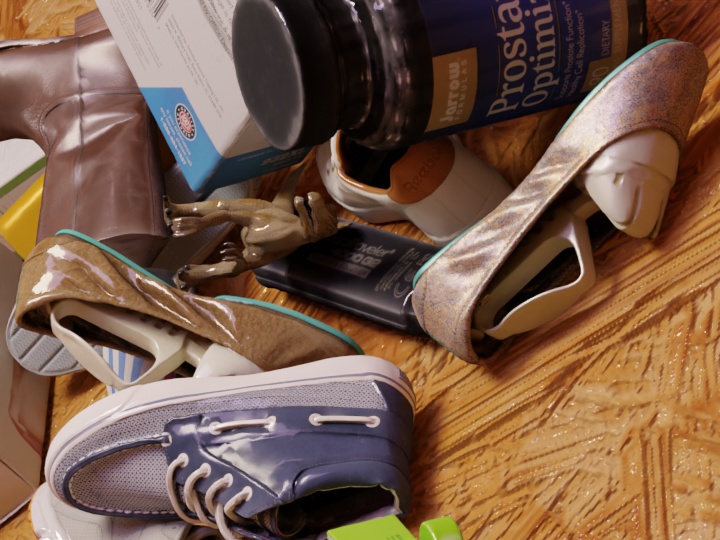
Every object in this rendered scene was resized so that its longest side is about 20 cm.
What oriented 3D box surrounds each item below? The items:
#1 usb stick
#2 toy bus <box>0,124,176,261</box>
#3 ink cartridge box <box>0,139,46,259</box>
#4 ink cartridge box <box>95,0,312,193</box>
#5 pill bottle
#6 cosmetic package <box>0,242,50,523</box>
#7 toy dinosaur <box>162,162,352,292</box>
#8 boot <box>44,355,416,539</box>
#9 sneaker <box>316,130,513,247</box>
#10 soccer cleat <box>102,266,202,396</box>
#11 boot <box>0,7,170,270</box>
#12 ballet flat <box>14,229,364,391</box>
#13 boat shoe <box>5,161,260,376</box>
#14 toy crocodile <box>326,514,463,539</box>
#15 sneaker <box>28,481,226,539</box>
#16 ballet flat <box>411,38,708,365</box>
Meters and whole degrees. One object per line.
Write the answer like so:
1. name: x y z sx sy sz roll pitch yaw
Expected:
1. usb stick: 0.000 0.000 1.651 0.055 0.033 0.200 -46 25 -14
2. toy bus: -0.134 -0.079 1.886 0.200 0.065 0.078 -44 -1 11
3. ink cartridge box: -0.179 -0.100 2.015 0.200 0.059 0.104 -34 31 27
4. ink cartridge box: -0.058 -0.160 1.708 0.084 0.145 0.200 -16 -19 -33
5. pill bottle: 0.040 -0.125 1.561 0.199 0.112 0.112 -16 16 -24
6. cosmetic package: -0.256 0.076 1.875 0.103 0.087 0.200 -35 29 24
7. toy dinosaur: -0.055 -0.020 1.661 0.101 0.058 0.200 -9 7 -6
8. boot: -0.069 0.103 1.521 0.199 0.073 0.090 -15 36 12
9. sneaker: 0.012 -0.071 1.667 0.073 0.085 0.200 -54 25 -5
10. soccer cleat: -0.100 0.082 1.675 0.200 0.070 0.087 -111 31 -49
11. boot: -0.193 -0.051 1.810 0.186 0.064 0.201 -26 51 28
12. ballet flat: -0.098 0.041 1.608 0.068 0.199 0.072 95 -160 -55
13. boat shoe: -0.130 -0.007 1.835 0.200 0.074 0.067 -37 3 20
14. toy crocodile: 0.030 0.160 1.378 0.067 0.062 0.200 -14 18 -18
15. sneaker: -0.111 0.156 1.590 0.092 0.076 0.200 -38 35 3
16. ballet flat: 0.111 -0.026 1.500 0.200 0.068 0.067 -47 46 17
